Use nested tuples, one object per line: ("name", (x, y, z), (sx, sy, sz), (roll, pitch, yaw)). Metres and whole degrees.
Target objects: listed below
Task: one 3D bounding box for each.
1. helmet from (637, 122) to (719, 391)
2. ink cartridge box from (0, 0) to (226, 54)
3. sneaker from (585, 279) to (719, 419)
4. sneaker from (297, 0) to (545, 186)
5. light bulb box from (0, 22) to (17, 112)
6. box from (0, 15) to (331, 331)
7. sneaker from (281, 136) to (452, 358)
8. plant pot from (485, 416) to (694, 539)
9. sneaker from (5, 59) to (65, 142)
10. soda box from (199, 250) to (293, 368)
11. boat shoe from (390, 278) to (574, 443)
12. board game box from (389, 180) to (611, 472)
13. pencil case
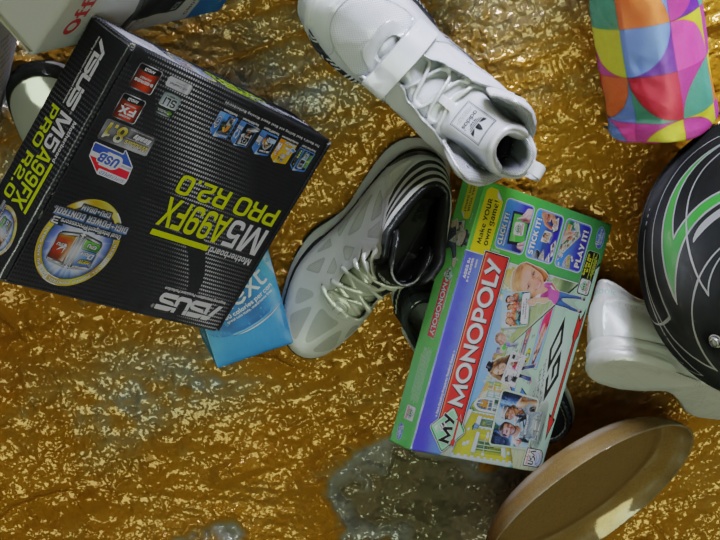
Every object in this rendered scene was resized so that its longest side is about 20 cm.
("helmet", (0.292, -0.012, 0.868), (0.190, 0.200, 0.200), (-34, 111, 28))
("ink cartridge box", (-0.128, -0.222, 0.739), (0.084, 0.200, 0.145), (49, 123, 4))
("sneaker", (0.263, 0.060, 0.970), (0.199, 0.089, 0.075), (20, 147, -30))
("sneaker", (0.049, -0.128, 0.826), (0.200, 0.115, 0.075), (35, 100, -37))
("light bulb box", (-0.331, -0.182, 0.813), (0.197, 0.125, 0.201), (17, 112, -10))
("box", (-0.127, -0.052, 0.782), (0.200, 0.044, 0.161), (20, 104, -54))
("sneaker", (0.000, 0.000, 0.906), (0.075, 0.115, 0.201), (29, 109, -14))
("plant pot", (0.179, 0.180, 0.984), (0.199, 0.028, 0.200), (-23, 147, -16))
("sneaker", (-0.195, -0.061, 0.895), (0.073, 0.080, 0.200), (-25, 110, 10))
("soda box", (-0.110, -0.035, 0.907), (0.064, 0.068, 0.201), (-19, 113, -11))
("boat shoe", (0.099, 0.080, 0.973), (0.200, 0.060, 0.076), (39, 107, -16))
("board game box", (0.107, 0.044, 0.911), (0.134, 0.029, 0.201), (15, 91, -36))
("pencil case", (0.200, -0.186, 0.855), (0.088, 0.088, 0.201), (-12, 114, 3))
